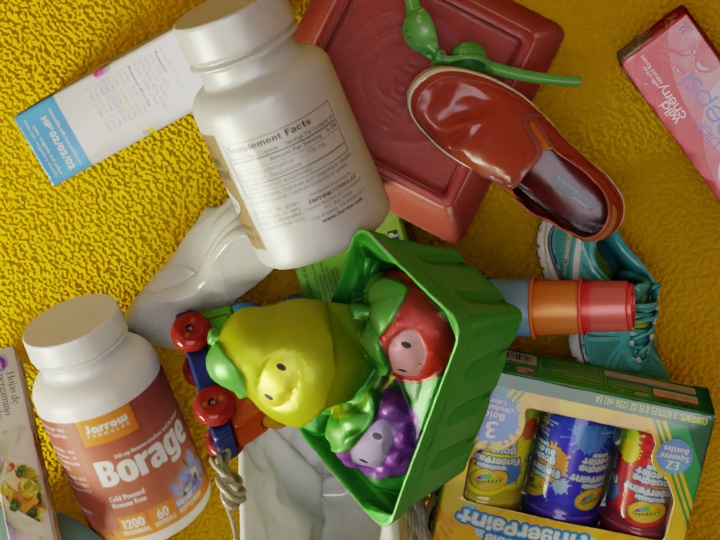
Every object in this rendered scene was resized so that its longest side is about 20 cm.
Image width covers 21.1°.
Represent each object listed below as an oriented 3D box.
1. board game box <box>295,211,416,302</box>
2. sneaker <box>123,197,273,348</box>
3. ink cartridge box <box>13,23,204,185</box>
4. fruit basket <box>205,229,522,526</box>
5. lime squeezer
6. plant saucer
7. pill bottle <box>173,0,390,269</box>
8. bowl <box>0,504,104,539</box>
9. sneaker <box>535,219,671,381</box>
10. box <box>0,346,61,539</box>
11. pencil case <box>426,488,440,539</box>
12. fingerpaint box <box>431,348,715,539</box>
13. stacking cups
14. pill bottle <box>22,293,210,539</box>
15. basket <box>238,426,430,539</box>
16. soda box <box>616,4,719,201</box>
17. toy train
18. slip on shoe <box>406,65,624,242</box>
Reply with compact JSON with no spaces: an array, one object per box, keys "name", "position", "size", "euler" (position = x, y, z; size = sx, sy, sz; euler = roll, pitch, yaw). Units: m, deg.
[{"name":"board game box","position":[0.000,0.000,1.625],"size":[0.101,0.048,0.201],"euler":[-13,102,11]},{"name":"sneaker","position":[-0.131,-0.007,1.632],"size":[0.075,0.089,0.200],"euler":[24,135,-32]},{"name":"ink cartridge box","position":[-0.169,-0.152,1.570],"size":[0.199,0.115,0.068],"euler":[-27,101,13]},{"name":"fruit basket","position":[-0.005,0.078,1.452],"size":[0.156,0.215,0.216],"euler":[45,111,37]},{"name":"lime squeezer","position":[0.078,-0.186,1.529],"size":[0.200,0.071,0.038],"euler":[39,147,0]},{"name":"plant saucer","position":[0.037,-0.153,1.556],"size":[0.199,0.037,0.200],"euler":[27,89,-1]},{"name":"pill bottle","position":[-0.064,-0.113,1.474],"size":[0.114,0.114,0.201],"euler":[-19,110,11]},{"name":"bowl","position":[-0.282,0.311,1.670],"size":[0.200,0.105,0.201],"euler":[19,133,22]},{"name":"sneaker","position":[0.211,0.037,1.581],"size":[0.079,0.077,0.201],"euler":[-15,106,45]},{"name":"box","position":[-0.291,0.161,1.642],"size":[0.039,0.041,0.201],"euler":[-16,59,-4]},{"name":"pencil case","position":[0.146,0.234,1.655],"size":[0.199,0.078,0.090],"euler":[22,91,1]},{"name":"fingerpaint box","position":[0.169,0.163,1.558],"size":[0.199,0.073,0.168],"euler":[12,106,2]},{"name":"stacking cups","position":[0.121,0.032,1.554],"size":[0.199,0.061,0.061],"euler":[1,105,12]},{"name":"pill bottle","position":[-0.209,0.126,1.631],"size":[0.112,0.112,0.201],"euler":[-15,116,11]},{"name":"basket","position":[-0.016,0.212,1.597],"size":[0.135,0.201,0.123],"euler":[-15,146,15]},{"name":"soda box","position":[0.291,-0.112,1.552],"size":[0.070,0.063,0.200],"euler":[-36,99,15]},{"name":"toy train","position":[-0.075,0.114,1.566],"size":[0.115,0.085,0.201],"euler":[-18,61,-5]},{"name":"slip on shoe","position":[0.123,-0.091,1.506],"size":[0.200,0.061,0.074],"euler":[38,104,-3]}]
